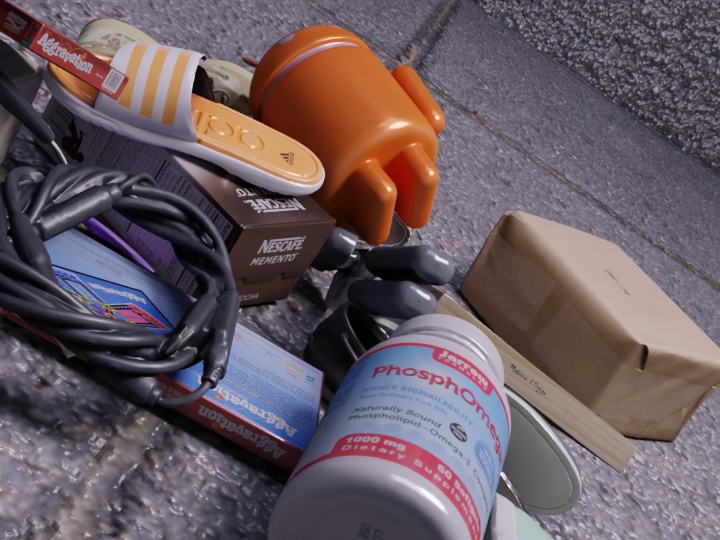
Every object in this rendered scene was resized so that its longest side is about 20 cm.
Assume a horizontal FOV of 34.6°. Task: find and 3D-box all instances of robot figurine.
[{"bbox_3d":[-0.017,-0.114,0.919,0.200,0.144,0.117,55,13,29],"label":"robot figurine"}]

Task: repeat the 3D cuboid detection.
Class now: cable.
[{"bbox_3d":[-0.144,-0.002,0.666,0.162,0.051,0.200,25,26,-12],"label":"cable"}]

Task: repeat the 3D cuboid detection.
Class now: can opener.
[{"bbox_3d":[0.000,0.000,0.831,0.067,0.054,0.200,30,-8,-15],"label":"can opener"}]

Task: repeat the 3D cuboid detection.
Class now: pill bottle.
[{"bbox_3d":[0.027,0.105,0.660,0.108,0.109,0.200,34,29,-2],"label":"pill bottle"}]

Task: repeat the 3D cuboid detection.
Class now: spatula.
[{"bbox_3d":[-0.193,-0.069,0.728,0.056,0.021,0.201,37,-18,46],"label":"spatula"}]

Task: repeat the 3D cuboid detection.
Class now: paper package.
[{"bbox_3d":[0.226,0.053,1.101,0.190,0.104,0.200,12,30,-44],"label":"paper package"}]

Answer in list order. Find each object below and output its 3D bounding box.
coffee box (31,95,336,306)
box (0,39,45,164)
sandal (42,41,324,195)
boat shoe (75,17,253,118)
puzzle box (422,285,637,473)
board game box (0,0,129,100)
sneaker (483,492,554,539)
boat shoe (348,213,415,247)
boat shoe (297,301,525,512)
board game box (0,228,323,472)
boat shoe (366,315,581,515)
[{"bbox_3d":[-0.130,-0.066,0.849,0.200,0.080,0.113,44,25,22],"label":"coffee box"},{"bbox_3d":[-0.274,-0.091,0.692,0.068,0.082,0.200,33,20,0],"label":"box"},{"bbox_3d":[-0.111,-0.119,0.793,0.205,0.059,0.079,20,34,-16],"label":"sandal"},{"bbox_3d":[-0.159,-0.153,1.014,0.199,0.074,0.063,20,30,-9],"label":"boat shoe"},{"bbox_3d":[0.112,0.074,0.897,0.200,0.025,0.133,38,-2,-16],"label":"puzzle box"},{"bbox_3d":[-0.244,-0.174,0.722,0.199,0.020,0.103,33,1,18],"label":"board game box"},{"bbox_3d":[0.112,0.209,0.646,0.118,0.074,0.201,31,21,-4],"label":"sneaker"},{"bbox_3d":[-0.041,-0.065,0.999,0.199,0.072,0.060,27,29,-12],"label":"boat shoe"},{"bbox_3d":[0.042,0.102,0.789,0.200,0.057,0.067,41,22,13],"label":"boat shoe"},{"bbox_3d":[-0.114,0.046,0.708,0.199,0.019,0.103,31,21,-11],"label":"board game box"},{"bbox_3d":[0.082,0.097,0.841,0.200,0.073,0.062,36,24,16],"label":"boat shoe"}]
